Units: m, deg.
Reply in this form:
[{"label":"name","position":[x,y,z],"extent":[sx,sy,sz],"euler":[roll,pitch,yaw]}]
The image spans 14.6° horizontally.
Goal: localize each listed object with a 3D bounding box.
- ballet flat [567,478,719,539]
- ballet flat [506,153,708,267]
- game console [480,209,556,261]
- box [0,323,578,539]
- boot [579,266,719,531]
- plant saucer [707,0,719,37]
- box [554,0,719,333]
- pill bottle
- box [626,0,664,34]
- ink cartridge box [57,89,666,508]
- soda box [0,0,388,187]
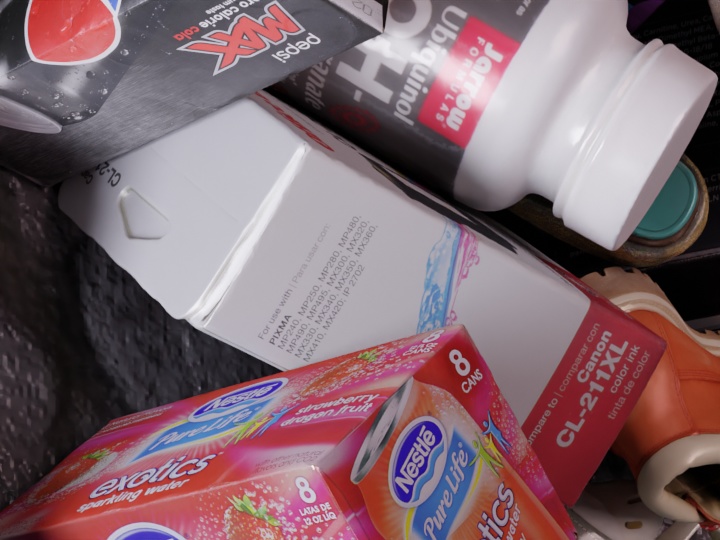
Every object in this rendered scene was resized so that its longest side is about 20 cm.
[{"label":"ballet flat","position":[0.123,0.126,1.252],"extent":[0.200,0.067,0.064],"euler":[32,92,-37]},{"label":"ballet flat","position":[0.057,-0.060,1.207],"extent":[0.200,0.071,0.071],"euler":[29,48,6]},{"label":"game console","position":[0.063,-0.099,1.309],"extent":[0.200,0.031,0.177],"euler":[47,48,-23]},{"label":"box","position":[-0.037,0.099,1.009],"extent":[0.100,0.200,0.096],"euler":[-40,107,-44]},{"label":"boot","position":[0.153,0.078,1.239],"extent":[0.200,0.075,0.107],"euler":[27,27,-55]},{"label":"plant saucer","position":[0.185,-0.132,1.199],"extent":[0.200,0.037,0.201],"euler":[36,48,-52]},{"label":"box","position":[0.191,-0.056,1.333],"extent":[0.197,0.117,0.201],"euler":[33,52,-48]},{"label":"pill bottle","position":[0.037,-0.093,1.121],"extent":[0.200,0.111,0.111],"euler":[31,46,10]},{"label":"box","position":[0.066,-0.152,1.160],"extent":[0.143,0.200,0.036],"euler":[37,72,-2]},{"label":"ink cartridge box","position":[0.000,0.000,1.114],"extent":[0.200,0.146,0.083],"euler":[28,96,-35]},{"label":"soda box","position":[-0.078,-0.097,1.042],"extent":[0.071,0.200,0.064],"euler":[28,56,-35]}]
